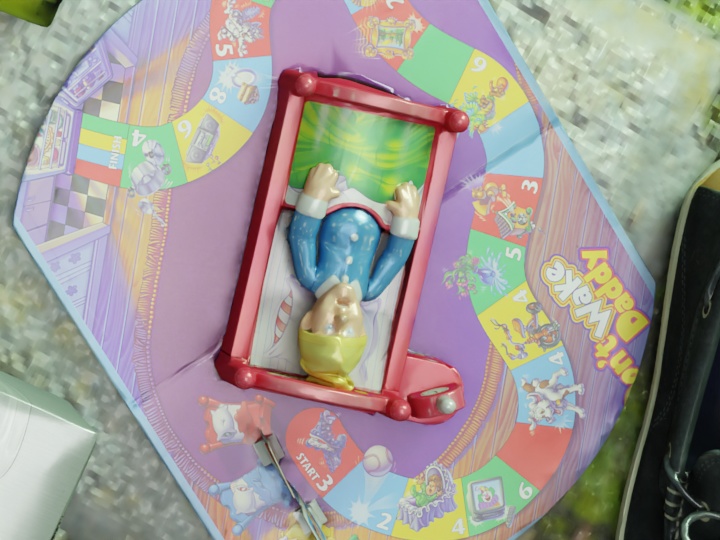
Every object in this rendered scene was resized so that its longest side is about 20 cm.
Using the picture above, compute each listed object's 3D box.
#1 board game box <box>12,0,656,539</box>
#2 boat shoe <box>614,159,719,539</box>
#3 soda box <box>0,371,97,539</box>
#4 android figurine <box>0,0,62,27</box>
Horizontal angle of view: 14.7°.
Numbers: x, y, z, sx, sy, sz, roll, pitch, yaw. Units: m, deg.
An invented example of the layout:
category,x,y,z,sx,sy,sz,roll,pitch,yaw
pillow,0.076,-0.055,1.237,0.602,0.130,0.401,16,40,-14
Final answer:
category,x,y,z,sx,sy,sz,roll,pitch,yaw
board game box,0.000,0.000,0.821,0.157,0.039,0.201,-33,102,-7
boat shoe,0.121,0.065,0.844,0.074,0.062,0.202,3,96,-14
soda box,-0.176,0.029,0.773,0.199,0.068,0.064,25,90,-13
android figurine,-0.163,-0.145,0.774,0.199,0.041,0.183,22,91,-15
